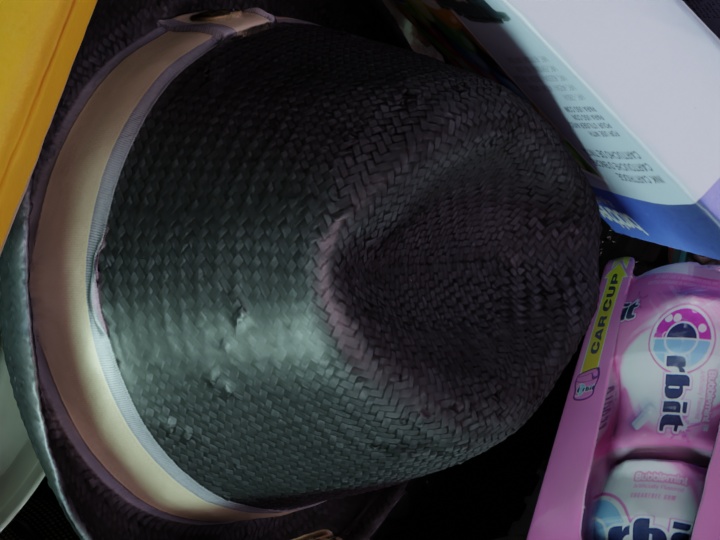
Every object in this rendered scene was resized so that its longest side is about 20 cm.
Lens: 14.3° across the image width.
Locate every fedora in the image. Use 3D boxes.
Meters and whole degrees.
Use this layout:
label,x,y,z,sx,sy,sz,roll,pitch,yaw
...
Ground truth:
label,x,y,z,sx,sy,sz,roll,pitch,yaw
fedora,0.000,0.000,0.729,0.200,0.091,0.202,-2,92,-57

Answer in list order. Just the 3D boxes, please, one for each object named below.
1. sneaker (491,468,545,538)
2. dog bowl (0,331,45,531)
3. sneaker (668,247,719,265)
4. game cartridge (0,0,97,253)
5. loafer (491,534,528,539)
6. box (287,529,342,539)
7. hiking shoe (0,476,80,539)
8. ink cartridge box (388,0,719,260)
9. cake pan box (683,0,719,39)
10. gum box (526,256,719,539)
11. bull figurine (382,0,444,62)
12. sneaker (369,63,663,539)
label,x,y,z,sx,sy,sz,roll,pitch,yaw
sneaker,0.081,0.137,0.957,0.200,0.075,0.089,37,93,-26
dog bowl,-0.163,-0.005,0.727,0.199,0.059,0.201,1,86,-13
sneaker,0.135,0.029,0.941,0.079,0.096,0.200,-32,129,-6
game cartridge,-0.141,-0.101,0.677,0.176,0.032,0.201,15,72,8
loafer,0.048,0.126,0.851,0.200,0.067,0.076,54,47,-54
box,-0.061,0.160,0.764,0.163,0.021,0.200,-20,138,-4
hiking shoe,-0.099,0.098,0.804,0.200,0.076,0.101,-52,150,-11
ink cartridge box,0.052,-0.063,0.755,0.200,0.119,0.042,42,86,-14
cake pan box,0.089,-0.104,0.731,0.052,0.184,0.200,-42,104,-10
gum box,0.113,0.093,0.828,0.200,0.066,0.114,56,42,-48
bull figurine,0.005,-0.144,0.834,0.121,0.065,0.201,31,82,-29
sneaker,0.015,0.028,0.878,0.200,0.087,0.076,-59,147,-1
